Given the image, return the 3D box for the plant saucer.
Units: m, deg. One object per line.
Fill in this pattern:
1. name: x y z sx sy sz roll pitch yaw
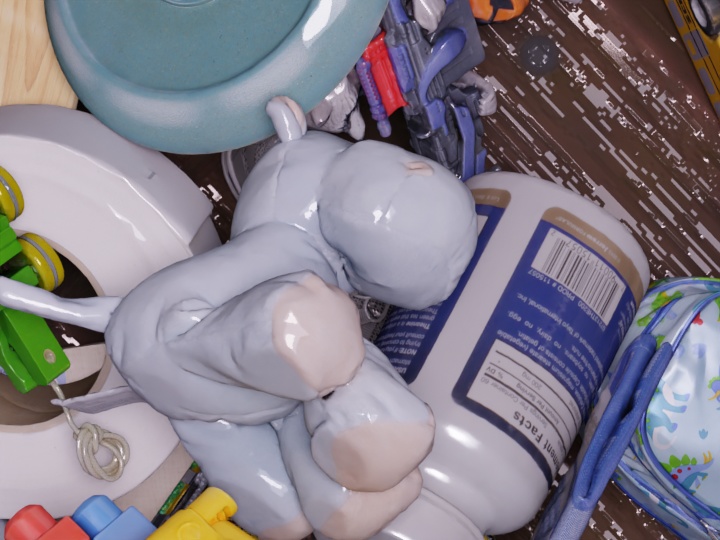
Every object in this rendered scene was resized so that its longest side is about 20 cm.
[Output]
1. plant saucer: -0.075 -0.157 1.327 0.200 0.027 0.200 -7 74 25

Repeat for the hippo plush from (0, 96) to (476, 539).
1. hippo plush: -0.024 0.021 1.263 0.161 0.200 0.159 -54 134 -34

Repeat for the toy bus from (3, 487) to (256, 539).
1. toy bus: -0.091 0.191 1.263 0.192 0.200 0.136 40 59 13

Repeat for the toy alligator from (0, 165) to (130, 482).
1. toy alligator: -0.175 0.016 1.297 0.059 0.054 0.200 -38 111 -30

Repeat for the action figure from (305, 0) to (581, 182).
1. action figure: 0.032 -0.122 1.409 0.193 0.105 0.200 -40 137 -31

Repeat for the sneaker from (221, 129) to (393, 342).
1. sneaker: 0.000 0.000 1.421 0.075 0.082 0.200 -44 94 -7

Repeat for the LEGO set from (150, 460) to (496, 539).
1. LEGO set: -0.019 0.146 1.380 0.154 0.116 0.200 -45 100 -15

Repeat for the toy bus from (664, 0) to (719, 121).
1. toy bus: 0.218 -0.113 1.455 0.065 0.078 0.200 -25 91 -8

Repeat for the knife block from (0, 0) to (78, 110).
1. knife block: -0.156 -0.152 1.416 0.176 0.064 0.200 -33 92 -6

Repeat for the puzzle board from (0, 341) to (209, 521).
1. puzzle board: -0.117 0.136 1.436 0.151 0.017 0.200 -8 88 -6

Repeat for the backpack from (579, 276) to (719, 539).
1. backpack: 0.211 0.082 1.427 0.200 0.154 0.163 33 91 7

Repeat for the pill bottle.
1. pill bottle: 0.056 0.060 1.344 0.111 0.111 0.200 31 67 -5

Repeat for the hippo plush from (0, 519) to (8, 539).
1. hippo plush: -0.238 0.204 1.321 0.161 0.159 0.200 19 72 -46

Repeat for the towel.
1. towel: 0.091 0.136 1.338 0.024 0.147 0.200 28 129 5

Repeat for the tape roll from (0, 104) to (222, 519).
1. tape roll: -0.166 0.020 1.357 0.202 0.071 0.203 2 106 7
